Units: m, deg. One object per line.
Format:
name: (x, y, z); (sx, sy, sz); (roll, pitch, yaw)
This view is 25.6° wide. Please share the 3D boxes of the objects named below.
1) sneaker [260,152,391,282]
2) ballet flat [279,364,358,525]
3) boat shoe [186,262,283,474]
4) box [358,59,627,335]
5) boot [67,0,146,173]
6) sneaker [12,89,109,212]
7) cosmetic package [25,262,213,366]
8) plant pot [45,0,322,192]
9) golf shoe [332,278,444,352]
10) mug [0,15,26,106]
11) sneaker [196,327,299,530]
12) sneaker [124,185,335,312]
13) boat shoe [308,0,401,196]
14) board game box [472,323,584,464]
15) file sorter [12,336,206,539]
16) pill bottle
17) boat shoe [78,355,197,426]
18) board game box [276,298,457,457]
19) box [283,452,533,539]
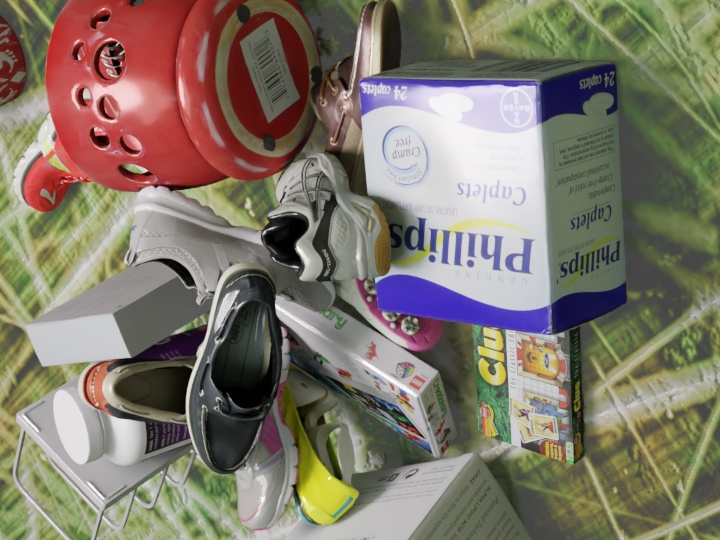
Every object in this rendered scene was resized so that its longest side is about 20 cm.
sneaker: (-0.047, -0.046, 1.318); (0.200, 0.087, 0.076); (-139, 41, -63)
ballet flat: (-0.045, 0.151, 1.527); (0.067, 0.067, 0.201); (-36, 50, 21)
boat shoe: (-0.105, 0.097, 1.386); (0.066, 0.074, 0.200); (-130, 52, -63)
box: (0.105, -0.063, 1.269); (0.183, 0.105, 0.201); (7, 109, 41)
boot: (-0.218, -0.178, 1.510); (0.200, 0.072, 0.144); (57, 168, 4)
sneaker: (-0.303, -0.115, 1.668); (0.085, 0.077, 0.200); (45, 136, 7)
cosmetic package: (-0.207, 0.028, 1.561); (0.150, 0.200, 0.052); (-11, 106, 46)
plant pot: (-0.150, -0.168, 1.400); (0.182, 0.200, 0.201); (5, 115, 39)
golf shoe: (0.000, 0.000, 1.459); (0.200, 0.075, 0.092); (50, 154, 12)
mug: (-0.478, -0.218, 1.680); (0.178, 0.200, 0.133); (51, 137, 10)
sneaker: (-0.115, 0.144, 1.480); (0.081, 0.088, 0.201); (-10, 84, 60)
sneaker: (-0.120, 0.000, 1.422); (0.199, 0.082, 0.075); (24, 165, -10)
boat shoe: (-0.011, -0.144, 1.364); (0.072, 0.072, 0.201); (14, 132, 7)
board game box: (0.145, 0.067, 1.384); (0.104, 0.023, 0.201); (16, 122, 39)
file sorter: (-0.254, 0.186, 1.700); (0.139, 0.200, 0.125); (42, 139, 18)
pill bottle: (-0.205, 0.128, 1.605); (0.112, 0.199, 0.113); (30, 128, 47)
boat shoe: (-0.171, 0.114, 1.520); (0.062, 0.199, 0.072); (-6, 81, 51)
board game box: (-0.003, 0.088, 1.487); (0.200, 0.035, 0.126); (31, 159, 27)
box: (0.026, 0.289, 1.474); (0.198, 0.200, 0.131); (-16, 113, 46)
